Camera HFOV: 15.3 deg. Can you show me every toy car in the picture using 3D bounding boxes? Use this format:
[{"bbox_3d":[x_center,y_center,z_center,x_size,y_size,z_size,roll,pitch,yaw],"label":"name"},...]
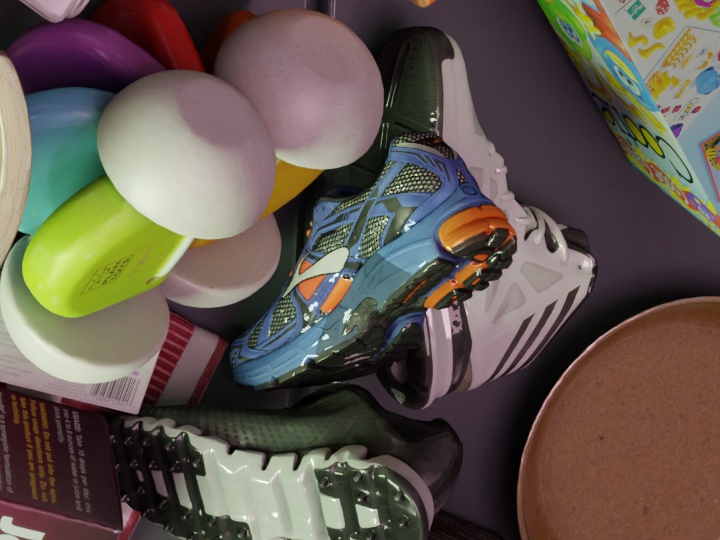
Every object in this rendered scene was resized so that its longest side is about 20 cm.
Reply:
[{"bbox_3d":[-0.100,-0.059,1.244,0.150,0.175,0.200,47,44,8],"label":"toy car"}]

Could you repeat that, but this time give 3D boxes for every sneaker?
[{"bbox_3d":[-0.035,0.092,1.310,0.090,0.199,0.067,-40,128,-48],"label":"sneaker"},{"bbox_3d":[0.000,0.000,1.318,0.075,0.079,0.200,-1,153,-43],"label":"sneaker"},{"bbox_3d":[0.061,-0.036,1.376,0.115,0.076,0.201,-15,116,-31],"label":"sneaker"}]

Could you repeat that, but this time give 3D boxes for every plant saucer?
[{"bbox_3d":[0.171,0.104,1.478,0.199,0.035,0.201,-7,110,-20],"label":"plant saucer"}]

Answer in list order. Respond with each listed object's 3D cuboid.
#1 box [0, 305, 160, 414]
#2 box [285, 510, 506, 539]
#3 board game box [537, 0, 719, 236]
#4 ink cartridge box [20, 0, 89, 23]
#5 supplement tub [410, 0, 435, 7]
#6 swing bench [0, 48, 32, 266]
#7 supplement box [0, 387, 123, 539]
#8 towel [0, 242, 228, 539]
[{"bbox_3d":[-0.193,0.025,1.277,0.199,0.039,0.042,15,99,-28],"label":"box"},{"bbox_3d":[0.013,0.217,1.361,0.166,0.200,0.165,26,98,-27],"label":"box"},{"bbox_3d":[0.162,-0.126,1.333,0.105,0.103,0.200,-39,130,-5],"label":"board game box"},{"bbox_3d":[-0.177,-0.227,1.192,0.200,0.083,0.145,36,91,-28],"label":"ink cartridge box"},{"bbox_3d":[0.076,-0.220,1.233,0.200,0.123,0.123,-40,118,-4],"label":"supplement tub"},{"bbox_3d":[-0.238,-0.095,1.149,0.200,0.199,0.130,39,91,-29],"label":"swing bench"},{"bbox_3d":[-0.225,0.109,1.253,0.199,0.086,0.111,17,122,-25],"label":"supplement box"},{"bbox_3d":[-0.180,0.059,1.328,0.200,0.023,0.144,25,96,-29],"label":"towel"}]
